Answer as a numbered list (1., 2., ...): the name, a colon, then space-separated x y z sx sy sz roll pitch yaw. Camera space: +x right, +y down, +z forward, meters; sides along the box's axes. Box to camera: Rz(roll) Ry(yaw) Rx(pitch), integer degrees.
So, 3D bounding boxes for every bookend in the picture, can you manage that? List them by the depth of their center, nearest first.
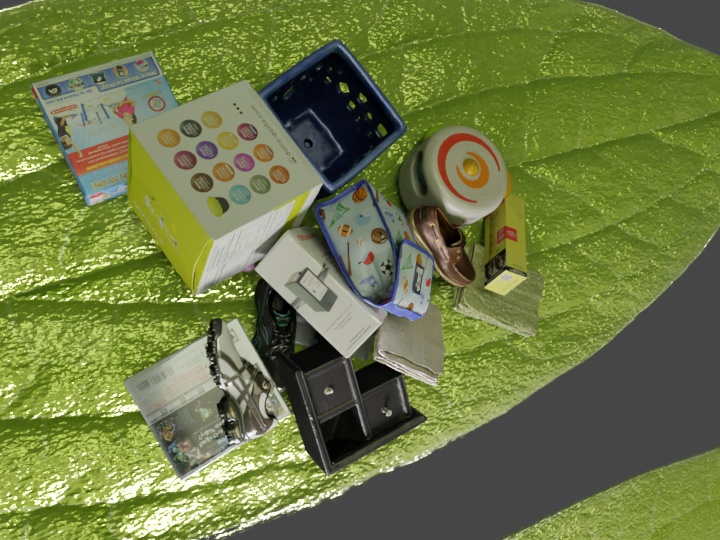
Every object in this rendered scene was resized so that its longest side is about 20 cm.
1. bookend: -0.012 0.195 1.032 0.200 0.092 0.199 -23 112 -23

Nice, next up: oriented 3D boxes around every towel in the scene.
1. towel: 0.086 0.105 1.108 0.132 0.034 0.200 26 35 -17
2. towel: 0.278 0.041 1.252 0.200 0.036 0.149 20 72 -16

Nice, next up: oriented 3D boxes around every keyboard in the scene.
1. keyboard: -0.072 0.110 1.112 0.200 0.011 0.056 17 79 -18

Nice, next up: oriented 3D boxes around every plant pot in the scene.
1. plant pot: -0.072 -0.238 1.085 0.200 0.180 0.200 -42 96 -23

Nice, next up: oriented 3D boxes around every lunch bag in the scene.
1. lunch bag: 0.037 -0.022 0.995 0.124 0.170 0.200 -28 69 17

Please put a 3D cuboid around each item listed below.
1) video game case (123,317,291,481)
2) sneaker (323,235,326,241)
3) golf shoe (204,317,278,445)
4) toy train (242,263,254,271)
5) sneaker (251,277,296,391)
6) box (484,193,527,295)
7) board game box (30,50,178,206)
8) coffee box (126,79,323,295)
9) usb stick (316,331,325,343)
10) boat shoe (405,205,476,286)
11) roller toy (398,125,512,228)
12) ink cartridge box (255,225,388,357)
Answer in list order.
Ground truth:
1. video game case: -0.241 0.203 0.999 0.200 0.023 0.182 -30 91 -14
2. sneaker: 0.000 0.000 1.126 0.085 0.073 0.200 -12 83 -21
3. golf shoe: -0.184 0.164 0.970 0.094 0.078 0.200 -13 98 -17
4. toy train: -0.224 -0.072 1.064 0.200 0.056 0.150 17 61 -15
5. sneaker: -0.143 0.105 1.039 0.075 0.079 0.200 -5 90 -22
6. box: 0.281 -0.056 1.219 0.050 0.075 0.200 21 54 -16
7. board game box: -0.392 -0.234 1.021 0.200 0.056 0.196 -26 90 -24
8. coffee box: -0.212 -0.119 0.940 0.198 0.200 0.200 -33 82 -31
9. usb stick: -0.051 0.108 1.098 0.055 0.033 0.200 -9 88 -13
10. boat shoe: 0.160 -0.042 1.140 0.200 0.068 0.072 47 43 -31
11. roller toy: 0.180 -0.173 1.192 0.200 0.140 0.182 43 64 -9
12. ink cartridge box: -0.054 0.028 1.006 0.200 0.146 0.084 44 101 2
